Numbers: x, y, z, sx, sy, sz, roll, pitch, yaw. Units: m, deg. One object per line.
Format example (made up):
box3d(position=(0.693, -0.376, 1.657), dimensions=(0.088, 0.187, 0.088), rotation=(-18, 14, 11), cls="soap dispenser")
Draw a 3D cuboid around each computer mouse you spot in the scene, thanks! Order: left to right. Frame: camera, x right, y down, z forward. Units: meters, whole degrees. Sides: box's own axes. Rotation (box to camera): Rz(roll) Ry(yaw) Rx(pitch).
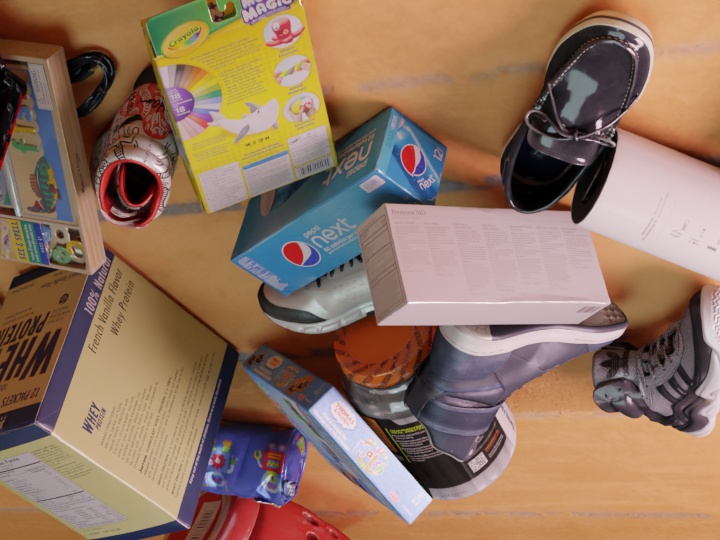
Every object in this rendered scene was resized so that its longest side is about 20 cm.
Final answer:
box3d(position=(-0.274, -0.138, 1.271), dimensions=(0.198, 0.034, 0.059), rotation=(-18, 114, 31), cls="computer mouse")

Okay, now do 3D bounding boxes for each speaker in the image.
box3d(position=(0.262, -0.038, 1.165), dimensions=(0.198, 0.082, 0.081), rotation=(20, 145, -8), cls="speaker")

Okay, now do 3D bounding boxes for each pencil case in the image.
box3d(position=(-0.153, 0.202, 1.645), dimensions=(0.197, 0.088, 0.078), rotation=(5, -176, 15), cls="pencil case")

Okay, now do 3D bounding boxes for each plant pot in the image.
box3d(position=(-0.126, 0.343, 1.739), dimensions=(0.182, 0.202, 0.200), rotation=(38, 139, -19), cls="plant pot")

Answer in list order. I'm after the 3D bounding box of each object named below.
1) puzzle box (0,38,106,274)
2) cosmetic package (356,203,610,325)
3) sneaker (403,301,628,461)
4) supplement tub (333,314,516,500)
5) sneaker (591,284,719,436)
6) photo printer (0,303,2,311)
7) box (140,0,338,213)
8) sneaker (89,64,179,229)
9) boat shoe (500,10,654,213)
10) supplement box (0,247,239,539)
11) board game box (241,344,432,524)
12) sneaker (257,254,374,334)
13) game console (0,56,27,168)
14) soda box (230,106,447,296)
box3d(position=(-0.286, -0.095, 1.260), dimensions=(0.132, 0.025, 0.202), rotation=(9, 126, 23), cls="puzzle box")
box3d(position=(0.097, -0.003, 1.201), dimensions=(0.198, 0.084, 0.051), rotation=(1, 157, -32), cls="cosmetic package")
box3d(position=(0.125, 0.083, 1.300), dimensions=(0.201, 0.077, 0.147), rotation=(-4, 130, -36), cls="sneaker")
box3d(position=(0.058, 0.112, 1.410), dimensions=(0.121, 0.124, 0.201), rotation=(-5, 141, 25), cls="supplement tub")
box3d(position=(0.258, 0.079, 1.331), dimensions=(0.112, 0.076, 0.201), rotation=(5, 147, 8), cls="sneaker")
box3d(position=(-0.454, 0.046, 1.550), dimensions=(0.165, 0.070, 0.200), rotation=(-17, 134, 37), cls="photo printer")
box3d(position=(-0.089, -0.138, 1.141), dimensions=(0.116, 0.049, 0.201), rotation=(-20, 144, -7), cls="box")
box3d(position=(-0.192, -0.072, 1.258), dimensions=(0.067, 0.109, 0.202), rotation=(23, 145, -12), cls="sneaker")
box3d(position=(0.155, -0.110, 1.122), dimensions=(0.074, 0.063, 0.200), rotation=(22, 143, -8), cls="boat shoe")
box3d(position=(-0.249, 0.123, 1.467), dimensions=(0.133, 0.202, 0.200), rotation=(-18, 135, 37), cls="supplement box")
box3d(position=(-0.026, 0.150, 1.451), dimensions=(0.152, 0.037, 0.200), rotation=(50, 168, -21), cls="board game box")
box3d(position=(0.000, 0.000, 1.331), dimensions=(0.198, 0.074, 0.080), rotation=(-9, 135, 17), cls="sneaker")
box3d(position=(-0.369, -0.118, 1.199), dimensions=(0.199, 0.174, 0.118), rotation=(-20, 138, 37), cls="game console")
box3d(position=(-0.021, -0.053, 1.258), dimensions=(0.064, 0.068, 0.199), rotation=(34, 141, -26), cls="soda box")
